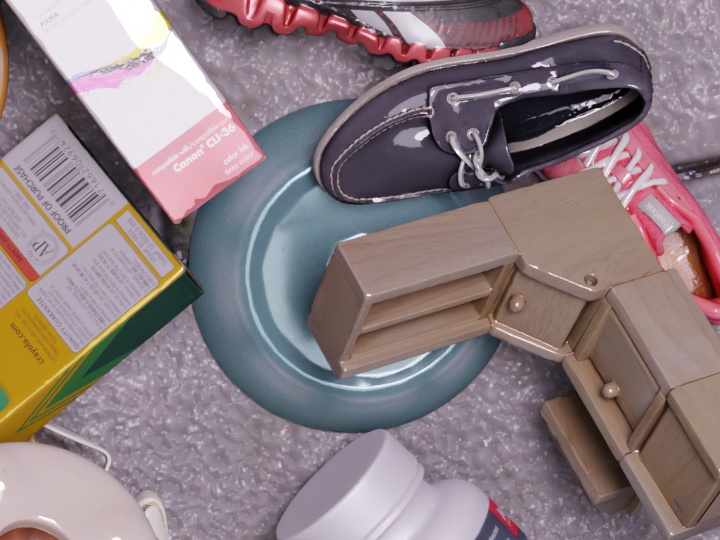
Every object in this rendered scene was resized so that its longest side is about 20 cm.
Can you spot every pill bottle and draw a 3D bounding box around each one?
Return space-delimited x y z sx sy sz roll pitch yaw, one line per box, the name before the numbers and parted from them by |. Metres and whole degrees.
pill bottle | 0.052 0.192 1.464 0.120 0.120 0.200 -44 102 -1

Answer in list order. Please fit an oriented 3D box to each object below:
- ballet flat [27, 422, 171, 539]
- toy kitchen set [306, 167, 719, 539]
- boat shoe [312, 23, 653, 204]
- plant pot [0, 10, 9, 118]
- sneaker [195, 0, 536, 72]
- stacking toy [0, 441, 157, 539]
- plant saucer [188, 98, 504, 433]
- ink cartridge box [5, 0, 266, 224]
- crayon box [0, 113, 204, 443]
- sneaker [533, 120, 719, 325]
ballet flat | -0.154 0.142 1.454 0.200 0.067 0.067 41 87 -9
toy kitchen set | 0.089 0.085 1.413 0.180 0.163 0.200 -16 61 -26
boat shoe | 0.070 -0.080 1.410 0.200 0.063 0.073 -20 124 2
plant pot | -0.286 -0.108 1.340 0.200 0.183 0.200 -1 97 -9
sneaker | 0.010 -0.170 1.428 0.200 0.071 0.098 12 115 -10
stacking toy | -0.203 0.198 1.407 0.146 0.200 0.146 11 56 -17
plant saucer | 0.000 0.000 1.475 0.200 0.036 0.200 -1 97 -8
ink cartridge box | -0.140 -0.129 1.395 0.067 0.116 0.200 -37 102 -2
crayon box | -0.205 0.025 1.411 0.200 0.052 0.126 -39 71 -3
sneaker | 0.162 -0.048 1.468 0.074 0.087 0.200 -41 101 -2
